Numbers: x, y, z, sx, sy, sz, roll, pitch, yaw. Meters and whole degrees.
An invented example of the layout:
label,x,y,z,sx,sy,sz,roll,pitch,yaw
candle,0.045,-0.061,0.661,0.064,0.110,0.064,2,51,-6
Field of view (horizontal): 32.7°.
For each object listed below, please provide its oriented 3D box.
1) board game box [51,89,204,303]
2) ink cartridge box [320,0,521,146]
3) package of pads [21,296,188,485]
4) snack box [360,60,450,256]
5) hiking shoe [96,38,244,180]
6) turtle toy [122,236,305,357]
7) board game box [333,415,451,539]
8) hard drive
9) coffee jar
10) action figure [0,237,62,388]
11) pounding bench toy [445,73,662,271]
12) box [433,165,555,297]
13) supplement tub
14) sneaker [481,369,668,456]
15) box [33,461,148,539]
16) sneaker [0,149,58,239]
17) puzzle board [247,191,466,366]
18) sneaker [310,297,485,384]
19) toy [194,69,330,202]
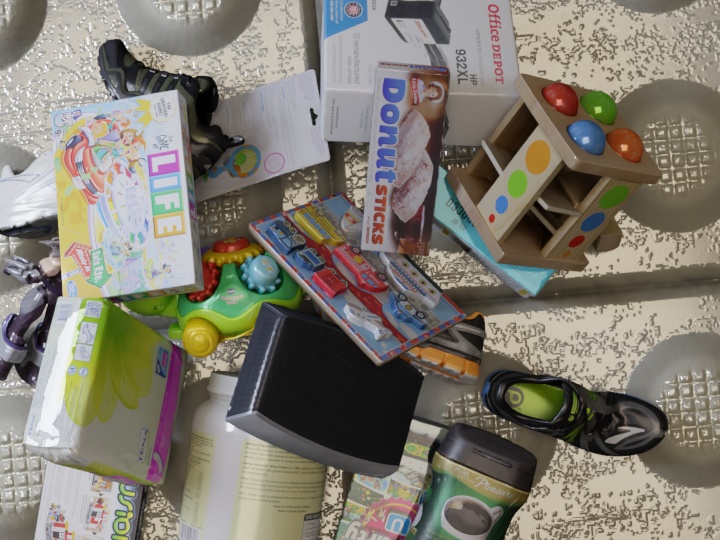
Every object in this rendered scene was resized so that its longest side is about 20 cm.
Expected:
label,x,y,z,sx,sy,sz,roll,pitch,yaw
board game box,-0.232,-0.070,1.219,0.134,0.034,0.201,-9,76,6
ink cartridge box,0.059,-0.211,1.273,0.199,0.084,0.146,2,55,-4
package of pads,-0.248,0.127,1.216,0.068,0.200,0.155,4,72,19
snack box,0.043,-0.108,1.223,0.072,0.024,0.201,6,121,2
hiking shoe,-0.202,-0.180,1.306,0.100,0.076,0.200,-33,69,-7
turtle toy,-0.149,0.021,1.266,0.199,0.146,0.102,-8,104,1
board game box,0.055,0.260,1.304,0.147,0.064,0.201,16,89,2
hard drive,-0.027,0.121,1.210,0.200,0.042,0.135,26,74,-32
coffee jar,0.100,0.258,1.229,0.104,0.085,0.201,23,88,4
action figure,-0.327,0.026,1.288,0.069,0.130,0.200,42,105,36
pounding bench toy,0.223,-0.098,1.237,0.156,0.199,0.124,-54,47,34
box,0.116,-0.051,1.304,0.200,0.082,0.049,38,88,1
supplement tub,-0.107,0.211,1.266,0.144,0.145,0.201,8,88,1
sneaker,0.226,0.153,1.295,0.199,0.083,0.071,15,89,1
box,-0.290,0.266,1.321,0.110,0.035,0.201,10,88,1
sneaker,-0.306,-0.092,1.300,0.199,0.074,0.088,-10,79,16
puzzle board,0.000,0.000,1.258,0.200,0.150,0.017,46,130,18
sneaker,0.041,0.053,1.311,0.199,0.078,0.077,23,75,-2
toy,-0.129,-0.130,1.320,0.199,0.047,0.116,-15,65,10
